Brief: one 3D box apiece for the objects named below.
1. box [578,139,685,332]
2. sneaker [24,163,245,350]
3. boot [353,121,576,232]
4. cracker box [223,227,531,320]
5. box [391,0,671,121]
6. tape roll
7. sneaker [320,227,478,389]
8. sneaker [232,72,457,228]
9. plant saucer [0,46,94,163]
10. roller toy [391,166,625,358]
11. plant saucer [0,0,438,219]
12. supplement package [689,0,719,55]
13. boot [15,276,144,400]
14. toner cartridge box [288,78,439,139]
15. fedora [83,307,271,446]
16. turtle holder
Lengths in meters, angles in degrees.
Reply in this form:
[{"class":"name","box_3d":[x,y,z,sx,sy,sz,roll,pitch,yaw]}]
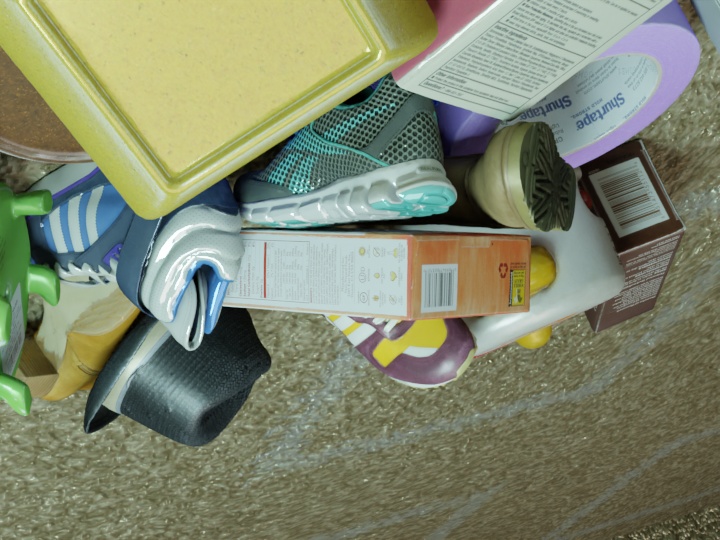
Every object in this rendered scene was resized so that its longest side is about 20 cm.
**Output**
[{"class":"box","box_3d":[0.243,-0.028,1.362,0.074,0.101,0.200,-20,159,-7]},{"class":"sneaker","box_3d":[-0.160,0.000,0.963,0.199,0.147,0.080,-35,155,28]},{"class":"boot","box_3d":[0.037,-0.057,0.980,0.198,0.067,0.175,3,169,18]},{"class":"cracker box","box_3d":[0.000,0.000,0.987,0.199,0.058,0.133,4,-176,42]},{"class":"box","box_3d":[0.107,-0.193,0.831,0.199,0.110,0.127,-36,154,29]},{"class":"tape roll","box_3d":[0.144,-0.142,1.049,0.198,0.066,0.200,-19,158,-8]},{"class":"sneaker","box_3d":[0.003,0.021,1.121,0.075,0.199,0.090,-52,141,-9]},{"class":"sneaker","box_3d":[-0.012,-0.075,0.914,0.077,0.092,0.199,1,176,-40]},{"class":"plant saucer","box_3d":[-0.153,-0.121,0.788,0.198,0.035,0.201,-10,147,-6]},{"class":"roller toy","box_3d":[0.124,-0.002,1.201,0.181,0.141,0.200,-19,172,-36]},{"class":"plant saucer","box_3d":[-0.079,-0.132,0.719,0.199,0.049,0.200,-31,126,6]},{"class":"supplement package","box_3d":[0.311,-0.219,0.923,0.199,0.148,0.191,-29,158,13]},{"class":"boot","box_3d":[-0.195,0.032,1.136,0.201,0.071,0.144,-41,165,23]},{"class":"toner cartridge box","box_3d":[-0.028,-0.129,0.937,0.199,0.043,0.095,0,150,-44]},{"class":"fedora","box_3d":[-0.130,0.079,1.144,0.201,0.091,0.201,-50,174,-7]},{"class":"turtle holder","box_3d":[-0.268,0.005,0.884,0.130,0.142,0.186,6,160,1]}]
